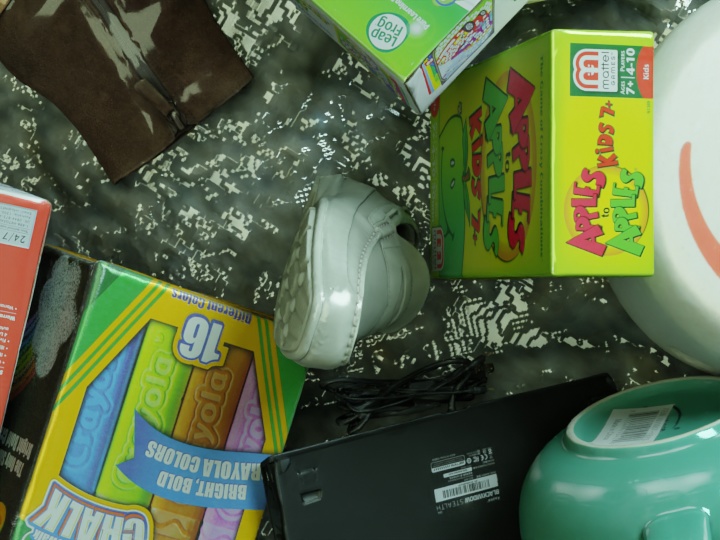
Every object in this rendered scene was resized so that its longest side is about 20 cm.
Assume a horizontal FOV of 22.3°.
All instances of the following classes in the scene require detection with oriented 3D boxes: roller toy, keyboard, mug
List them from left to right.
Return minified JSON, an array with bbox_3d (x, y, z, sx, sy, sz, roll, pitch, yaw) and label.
[{"bbox_3d":[0.042,0.093,0.905,0.198,0.040,0.105,-11,94,-25],"label":"keyboard"},{"bbox_3d":[0.156,0.119,0.834,0.151,0.185,0.115,-20,102,-21],"label":"mug"},{"bbox_3d":[0.200,-0.040,0.859,0.182,0.140,0.201,-36,86,-3],"label":"roller toy"}]

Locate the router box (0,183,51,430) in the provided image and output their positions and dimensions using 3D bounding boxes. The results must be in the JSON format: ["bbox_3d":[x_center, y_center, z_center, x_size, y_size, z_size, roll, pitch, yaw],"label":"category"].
[{"bbox_3d":[-0.226,0.037,0.916,0.049,0.200,0.181,12,93,-28],"label":"router box"}]

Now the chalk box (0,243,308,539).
[{"bbox_3d":[-0.122,0.102,0.894,0.123,0.125,0.202,19,87,-26],"label":"chalk box"}]

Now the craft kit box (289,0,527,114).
[{"bbox_3d":[0.022,-0.207,0.834,0.198,0.049,0.200,-45,69,-5],"label":"craft kit box"}]

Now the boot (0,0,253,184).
[{"bbox_3d":[-0.109,-0.167,0.967,0.200,0.072,0.167,-41,95,6],"label":"boot"}]

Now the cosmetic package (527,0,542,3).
[{"bbox_3d":[0.077,-0.186,0.895,0.198,0.073,0.104,-11,42,10],"label":"cosmetic package"}]

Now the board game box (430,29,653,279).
[{"bbox_3d":[0.079,-0.047,0.850,0.047,0.200,0.103,1,89,-12],"label":"board game box"}]

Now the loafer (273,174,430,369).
[{"bbox_3d":[0.000,0.000,0.868,0.069,0.200,0.070,18,109,-2],"label":"loafer"}]
